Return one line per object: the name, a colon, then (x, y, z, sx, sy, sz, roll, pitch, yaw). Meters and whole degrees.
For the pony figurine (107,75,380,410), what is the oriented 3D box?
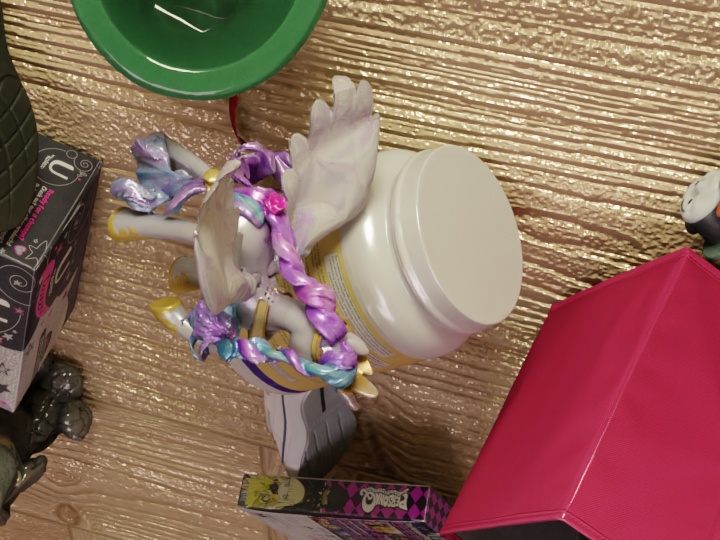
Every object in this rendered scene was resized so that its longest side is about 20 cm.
pony figurine: (-0.070, -0.018, 0.850, 0.198, 0.166, 0.195, 22, 132, 35)

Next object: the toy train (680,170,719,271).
toy train: (0.296, -0.002, 0.876, 0.199, 0.086, 0.114, 38, 146, -16)

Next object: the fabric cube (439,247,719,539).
fabric cube: (0.207, 0.140, 0.927, 0.199, 0.201, 0.196, 34, 157, -9)

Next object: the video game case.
video game case: (0.011, 0.231, 1.228, 0.179, 0.036, 0.200, 0, 156, 25)

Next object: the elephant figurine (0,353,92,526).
elephant figurine: (-0.347, 0.170, 1.256, 0.139, 0.201, 0.156, 12, 138, 12)

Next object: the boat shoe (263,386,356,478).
boat shoe: (-0.048, 0.114, 1.173, 0.067, 0.073, 0.201, 45, 153, 24)

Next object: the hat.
hat: (-0.101, -0.198, 0.900, 0.164, 0.176, 0.202, 30, 101, -6)

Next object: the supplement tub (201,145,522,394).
supplement tub: (0.000, 0.000, 0.961, 0.198, 0.146, 0.146, -17, 125, 37)

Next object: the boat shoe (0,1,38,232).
boat shoe: (-0.288, -0.125, 0.981, 0.073, 0.075, 0.203, -4, 97, 38)

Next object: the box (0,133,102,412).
box: (-0.294, -0.003, 1.101, 0.113, 0.133, 0.201, 22, 138, -1)
